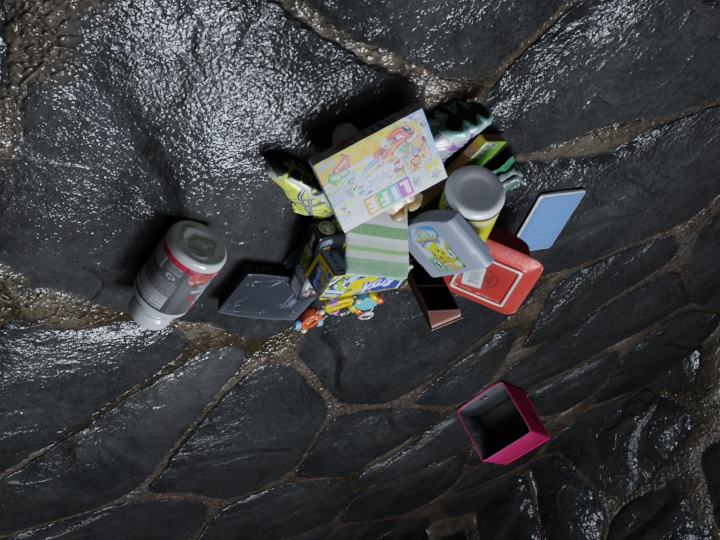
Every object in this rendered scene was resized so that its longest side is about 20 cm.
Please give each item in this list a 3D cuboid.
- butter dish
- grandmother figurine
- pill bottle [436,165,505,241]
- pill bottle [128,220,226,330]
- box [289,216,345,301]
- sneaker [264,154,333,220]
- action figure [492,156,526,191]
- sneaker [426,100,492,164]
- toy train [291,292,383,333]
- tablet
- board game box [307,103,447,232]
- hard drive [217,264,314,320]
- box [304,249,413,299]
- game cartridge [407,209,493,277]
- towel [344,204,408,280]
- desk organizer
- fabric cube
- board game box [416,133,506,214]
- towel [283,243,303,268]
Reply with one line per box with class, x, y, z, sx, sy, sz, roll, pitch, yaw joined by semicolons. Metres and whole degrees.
butter dish;0.290;-0.030;1.656;0.199;0.148;0.200;22;141;3
grandmother figurine;0.018;-0.170;1.282;0.121;0.061;0.200;-37;122;7
pill bottle;0.199;-0.103;1.425;0.112;0.112;0.200;-17;157;-12
pill bottle;-0.330;0.015;1.318;0.111;0.111;0.200;10;134;-42
box;-0.040;-0.031;1.444;0.160;0.044;0.200;-15;150;-29
sneaker;-0.100;-0.133;1.294;0.076;0.075;0.200;-38;145;19
action figure;0.236;-0.150;1.522;0.200;0.055;0.118;-28;151;13
sneaker;0.144;-0.219;1.343;0.200;0.078;0.140;-18;150;7
toy train;-0.051;0.076;1.657;0.200;0.056;0.150;-8;155;-30
tablet;0.429;-0.113;1.739;0.130;0.014;0.200;-9;144;-24
board game box;0.031;-0.168;1.232;0.200;0.034;0.135;-29;122;-5
hard drive;-0.182;0.045;1.525;0.200;0.042;0.135;10;134;-43
box;0.000;0.000;1.419;0.200;0.064;0.070;-7;144;-40
game cartridge;0.150;-0.051;1.408;0.040;0.133;0.200;-44;-167;-23
towel;0.029;-0.086;1.356;0.152;0.200;0.023;6;171;-40
desk organizer;0.137;0.015;1.551;0.072;0.200;0.077;-22;146;-2
fabric cube;0.481;0.515;2.515;0.196;0.200;0.199;-38;148;18
board game box;0.186;-0.183;1.432;0.200;0.030;0.095;-48;163;29
towel;-0.039;-0.031;1.526;0.147;0.022;0.200;-40;145;27
